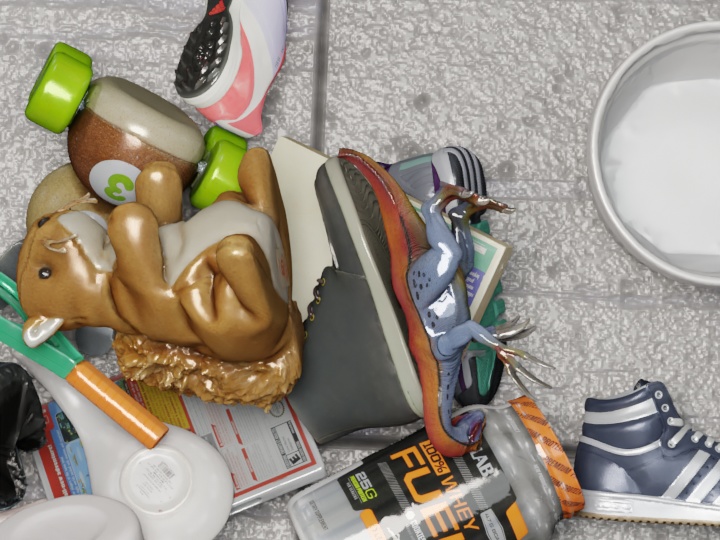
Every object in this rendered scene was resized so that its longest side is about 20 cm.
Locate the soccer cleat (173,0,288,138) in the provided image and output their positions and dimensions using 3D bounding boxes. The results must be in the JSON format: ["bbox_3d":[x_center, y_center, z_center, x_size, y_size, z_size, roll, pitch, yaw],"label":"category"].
[{"bbox_3d":[-0.083,-0.195,1.517,0.073,0.068,0.200,42,51,-39],"label":"soccer cleat"}]

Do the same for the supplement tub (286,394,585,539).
[{"bbox_3d":[0.057,0.179,1.461,0.200,0.123,0.123,-28,86,-5],"label":"supplement tub"}]

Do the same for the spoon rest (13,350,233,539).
[{"bbox_3d":[-0.174,0.127,1.451,0.099,0.061,0.200,-38,74,-13],"label":"spoon rest"}]

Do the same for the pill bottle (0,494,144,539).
[{"bbox_3d":[-0.192,0.269,1.389,0.112,0.112,0.201,-10,112,-4],"label":"pill bottle"}]

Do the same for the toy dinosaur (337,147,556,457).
[{"bbox_3d":[0.057,0.032,1.398,0.200,0.105,0.182,21,93,16],"label":"toy dinosaur"}]

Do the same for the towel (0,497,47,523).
[{"bbox_3d":[-0.224,0.270,1.485,0.191,0.032,0.201,-17,86,-5],"label":"towel"}]

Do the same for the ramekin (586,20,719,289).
[{"bbox_3d":[0.266,-0.082,1.505,0.200,0.105,0.201,0,84,-2],"label":"ramekin"}]

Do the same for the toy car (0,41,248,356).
[{"bbox_3d":[-0.197,-0.041,1.468,0.164,0.158,0.200,27,97,-12],"label":"toy car"}]

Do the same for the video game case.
[{"bbox_3d":[-0.141,0.130,1.479,0.200,0.017,0.143,-22,58,-5],"label":"video game case"}]

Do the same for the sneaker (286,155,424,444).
[{"bbox_3d":[-0.021,0.024,1.436,0.106,0.075,0.201,-20,85,19],"label":"sneaker"}]

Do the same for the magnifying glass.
[{"bbox_3d":[-0.219,0.057,1.414,0.200,0.080,0.022,41,103,3],"label":"magnifying glass"}]

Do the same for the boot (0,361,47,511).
[{"bbox_3d":[-0.291,0.067,1.434,0.076,0.168,0.201,5,88,-44],"label":"boot"}]

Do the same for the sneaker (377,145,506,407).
[{"bbox_3d":[0.058,0.008,1.518,0.087,0.074,0.201,-6,88,27],"label":"sneaker"}]

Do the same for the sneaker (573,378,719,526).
[{"bbox_3d":[0.260,0.138,1.500,0.199,0.070,0.109,3,86,1],"label":"sneaker"}]

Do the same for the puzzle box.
[{"bbox_3d":[0.000,0.000,1.482,0.200,0.025,0.133,28,99,17],"label":"puzzle box"}]

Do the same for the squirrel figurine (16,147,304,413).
[{"bbox_3d":[-0.141,0.025,1.383,0.186,0.142,0.200,-9,128,9],"label":"squirrel figurine"}]
